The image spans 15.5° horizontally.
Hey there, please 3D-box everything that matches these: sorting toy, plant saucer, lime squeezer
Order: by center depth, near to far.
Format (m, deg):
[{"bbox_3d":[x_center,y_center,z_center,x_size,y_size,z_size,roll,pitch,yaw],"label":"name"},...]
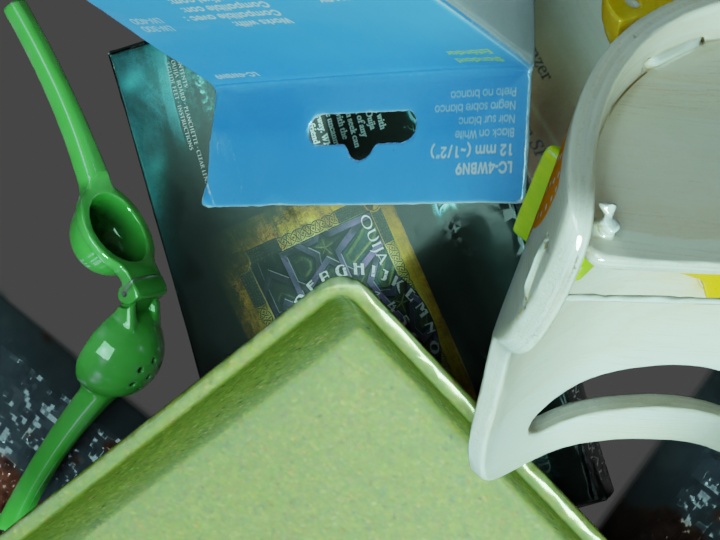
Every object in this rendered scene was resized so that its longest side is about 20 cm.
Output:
[{"bbox_3d":[0.114,0.010,0.793,0.199,0.107,0.180,2,139,-20],"label":"sorting toy"},{"bbox_3d":[-0.004,0.114,0.918,0.200,0.048,0.200,-37,104,26],"label":"plant saucer"},{"bbox_3d":[-0.101,0.002,0.976,0.070,0.038,0.201,12,104,48],"label":"lime squeezer"}]

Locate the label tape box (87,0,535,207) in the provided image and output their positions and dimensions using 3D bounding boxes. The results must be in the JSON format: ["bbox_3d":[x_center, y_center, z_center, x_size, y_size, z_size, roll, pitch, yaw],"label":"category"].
[{"bbox_3d":[-0.019,-0.120,0.802,0.143,0.066,0.201,1,91,45],"label":"label tape box"}]

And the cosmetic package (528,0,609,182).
[{"bbox_3d":[0.140,-0.093,0.850,0.200,0.087,0.104,-31,87,19],"label":"cosmetic package"}]

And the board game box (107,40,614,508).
[{"bbox_3d":[0.000,0.000,0.939,0.135,0.028,0.201,-14,93,19],"label":"board game box"}]
